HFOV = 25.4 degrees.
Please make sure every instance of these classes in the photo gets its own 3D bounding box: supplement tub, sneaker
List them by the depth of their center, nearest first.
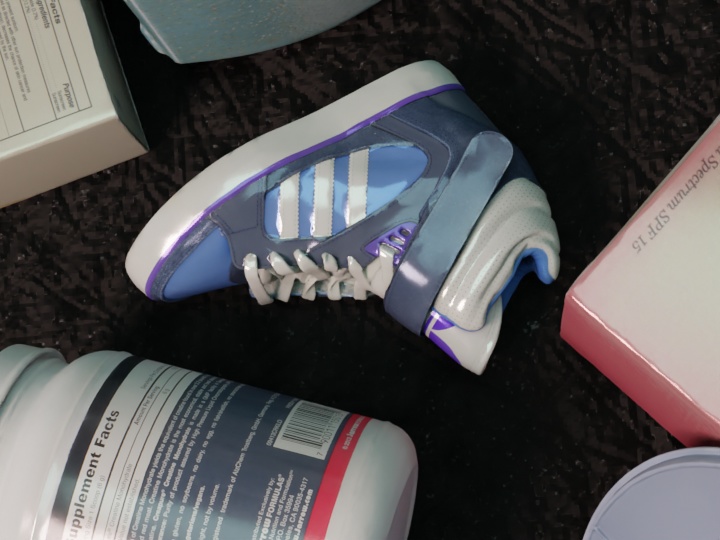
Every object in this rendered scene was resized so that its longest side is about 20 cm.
[{"bbox_3d":[-0.083,0.118,0.743,0.199,0.140,0.141,14,80,9],"label":"supplement tub"},{"bbox_3d":[0.000,0.000,0.787,0.199,0.081,0.147,-31,73,-6],"label":"sneaker"}]

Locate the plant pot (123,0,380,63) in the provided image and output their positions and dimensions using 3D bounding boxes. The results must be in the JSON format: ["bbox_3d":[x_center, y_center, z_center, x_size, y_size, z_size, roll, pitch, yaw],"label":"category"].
[{"bbox_3d":[-0.062,-0.218,0.780,0.200,0.196,0.197,-40,77,-2],"label":"plant pot"}]

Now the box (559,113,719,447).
[{"bbox_3d":[0.207,0.039,0.743,0.200,0.109,0.128,41,85,12],"label":"box"}]

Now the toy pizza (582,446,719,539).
[{"bbox_3d":[0.174,0.174,0.704,0.032,0.200,0.201,-12,73,-39],"label":"toy pizza"}]

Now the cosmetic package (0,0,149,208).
[{"bbox_3d":[-0.223,-0.081,0.832,0.199,0.073,0.104,-19,77,2],"label":"cosmetic package"}]
